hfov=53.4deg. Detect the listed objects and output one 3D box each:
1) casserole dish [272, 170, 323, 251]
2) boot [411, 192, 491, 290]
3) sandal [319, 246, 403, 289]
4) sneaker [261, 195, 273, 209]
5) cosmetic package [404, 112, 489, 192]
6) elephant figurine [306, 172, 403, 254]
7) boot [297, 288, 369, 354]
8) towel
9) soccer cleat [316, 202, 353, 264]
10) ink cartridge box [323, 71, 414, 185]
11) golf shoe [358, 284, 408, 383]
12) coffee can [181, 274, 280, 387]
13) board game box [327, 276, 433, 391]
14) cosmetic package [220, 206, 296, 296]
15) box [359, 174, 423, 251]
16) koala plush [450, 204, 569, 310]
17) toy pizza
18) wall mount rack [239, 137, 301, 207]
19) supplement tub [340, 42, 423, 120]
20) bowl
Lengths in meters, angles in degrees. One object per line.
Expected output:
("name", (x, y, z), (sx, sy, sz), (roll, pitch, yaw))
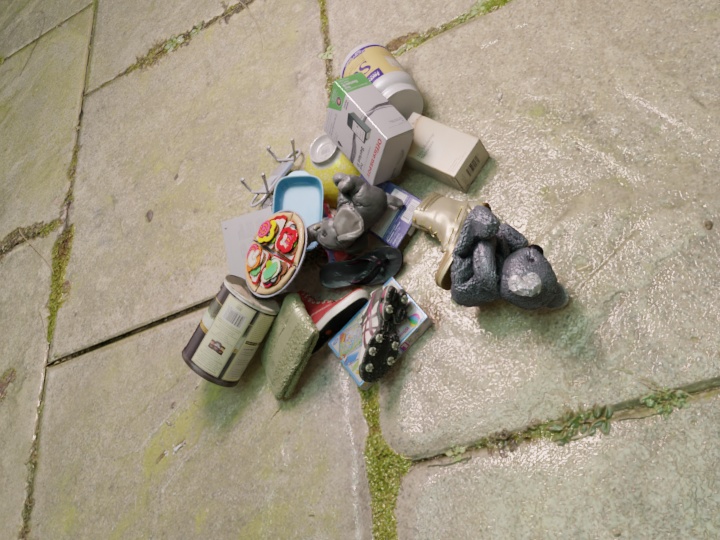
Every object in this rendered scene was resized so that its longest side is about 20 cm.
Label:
("casserole dish", (-0.140, -0.126, 1.632), (0.118, 0.039, 0.204), (-1, 76, 10))
("boot", (0.166, -0.066, 1.484), (0.154, 0.073, 0.203), (19, 76, 36))
("sandal", (0.000, 0.001, 1.551), (0.197, 0.048, 0.077), (-16, 89, 18))
("sneaker", (-0.178, -0.140, 1.730), (0.199, 0.082, 0.075), (31, 84, 38))
("cosmetic package", (0.173, -0.263, 1.579), (0.199, 0.073, 0.104), (31, 85, 38))
("elephant figurine", (-0.033, -0.096, 1.554), (0.154, 0.140, 0.203), (12, 76, 51))
("boot", (-0.079, 0.072, 1.572), (0.199, 0.072, 0.146), (-38, 51, 15))
("towel", (-0.158, 0.165, 1.544), (0.202, 0.036, 0.149), (-61, 42, 25))
("soccer cleat", (-0.081, -0.089, 1.653), (0.076, 0.067, 0.202), (-30, 58, 2))
("ink cartridge box", (0.015, -0.312, 1.584), (0.083, 0.147, 0.201), (-25, 63, -30))
("golf shoe", (0.034, 0.128, 1.438), (0.087, 0.077, 0.203), (-4, 61, 52))
("coffee can", (-0.287, 0.134, 1.597), (0.146, 0.145, 0.202), (39, 101, 39))
("board game box", (0.039, 0.130, 1.489), (0.200, 0.034, 0.135), (-45, 51, 4))
("cosmetic package", (-0.242, -0.033, 1.687), (0.148, 0.051, 0.204), (-12, 86, 24))
("box", (0.050, -0.138, 1.608), (0.199, 0.032, 0.122), (36, 95, 36))
("koala plush", (0.280, 0.010, 1.325), (0.198, 0.176, 0.187), (27, 94, 38))
("toy pizza", (-0.192, -0.041, 1.558), (0.198, 0.031, 0.204), (-20, 59, 36))
("wall mount rack", (-0.219, -0.253, 1.780), (0.201, 0.075, 0.173), (-54, 27, -17))
("supplement tub", (0.050, -0.428, 1.692), (0.145, 0.145, 0.201), (-39, 52, 9))
("bowl", (-0.063, -0.265, 1.706), (0.197, 0.107, 0.204), (-15, 60, 26))
